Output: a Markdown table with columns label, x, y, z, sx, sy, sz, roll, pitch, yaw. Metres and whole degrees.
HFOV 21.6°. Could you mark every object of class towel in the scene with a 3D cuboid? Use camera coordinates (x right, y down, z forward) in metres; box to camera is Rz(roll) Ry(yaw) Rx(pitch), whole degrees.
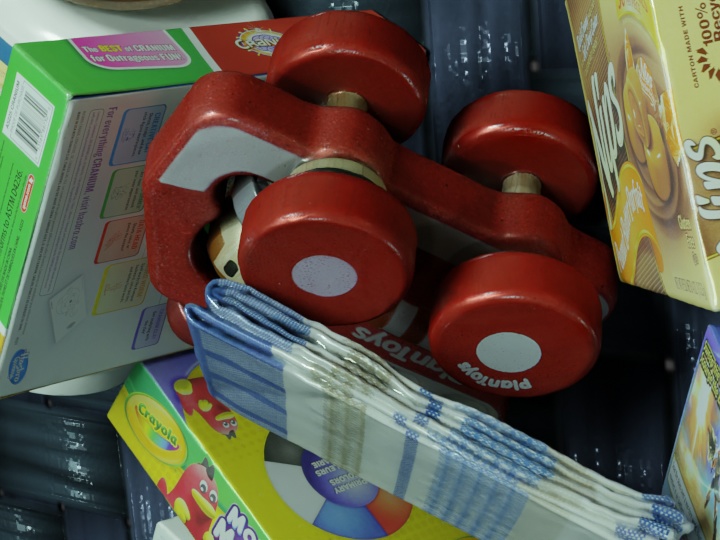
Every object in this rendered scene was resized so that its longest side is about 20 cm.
| label | x | y | z | sx | sy | sz | roll | pitch | yaw |
| --- | --- | --- | --- | --- | --- | --- | --- | --- | --- |
| towel | 0.026 | 0.070 | 0.738 | 0.200 | 0.024 | 0.147 | 26 | 164 | 7 |

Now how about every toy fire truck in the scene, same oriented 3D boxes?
| label | x | y | z | sx | sy | sz | roll | pitch | yaw |
| --- | --- | --- | --- | --- | --- | --- | --- | --- | --- |
| toy fire truck | 0.000 | 0.000 | 0.770 | 0.168 | 0.200 | 0.112 | -48 | 28 | 44 |

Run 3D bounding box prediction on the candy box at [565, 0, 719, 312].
| label | x | y | z | sx | sy | sz | roll | pitch | yaw |
| --- | --- | --- | --- | --- | --- | --- | --- | --- | --- |
| candy box | 0.116 | -0.052 | 0.645 | 0.055 | 0.200 | 0.116 | -11 | 92 | 1 |

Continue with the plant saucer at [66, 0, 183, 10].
| label | x | y | z | sx | sy | sz | roll | pitch | yaw |
| --- | --- | --- | --- | --- | --- | --- | --- | --- | --- |
| plant saucer | -0.103 | -0.215 | 0.815 | 0.037 | 0.200 | 0.201 | 28 | 119 | 54 |

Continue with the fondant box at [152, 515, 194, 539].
| label | x | y | z | sx | sy | sz | roll | pitch | yaw |
| --- | --- | --- | --- | --- | --- | --- | --- | --- | --- |
| fondant box | -0.060 | 0.240 | 0.975 | 0.144 | 0.058 | 0.200 | 36 | 124 | 33 |

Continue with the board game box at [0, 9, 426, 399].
| label | x | y | z | sx | sy | sz | roll | pitch | yaw |
| --- | --- | --- | --- | --- | --- | --- | --- | --- | --- |
| board game box | -0.075 | -0.032 | 0.822 | 0.040 | 0.200 | 0.153 | 42 | 126 | 31 |

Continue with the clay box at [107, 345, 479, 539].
| label | x | y | z | sx | sy | sz | roll | pitch | yaw |
| --- | --- | --- | --- | --- | --- | --- | --- | --- | --- |
| clay box | -0.012 | 0.113 | 0.855 | 0.200 | 0.115 | 0.048 | 49 | 130 | 24 |

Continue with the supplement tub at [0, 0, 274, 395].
| label | x | y | z | sx | sy | sz | roll | pitch | yaw |
| --- | --- | --- | --- | --- | --- | --- | --- | --- | --- |
| supplement tub | -0.134 | -0.054 | 0.913 | 0.145 | 0.145 | 0.200 | 42 | 126 | 29 |

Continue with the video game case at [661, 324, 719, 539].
| label | x | y | z | sx | sy | sz | roll | pitch | yaw |
| --- | --- | --- | --- | --- | --- | --- | --- | --- | --- |
| video game case | 0.141 | 0.144 | 0.676 | 0.200 | 0.045 | 0.182 | -94 | 13 | -66 |
